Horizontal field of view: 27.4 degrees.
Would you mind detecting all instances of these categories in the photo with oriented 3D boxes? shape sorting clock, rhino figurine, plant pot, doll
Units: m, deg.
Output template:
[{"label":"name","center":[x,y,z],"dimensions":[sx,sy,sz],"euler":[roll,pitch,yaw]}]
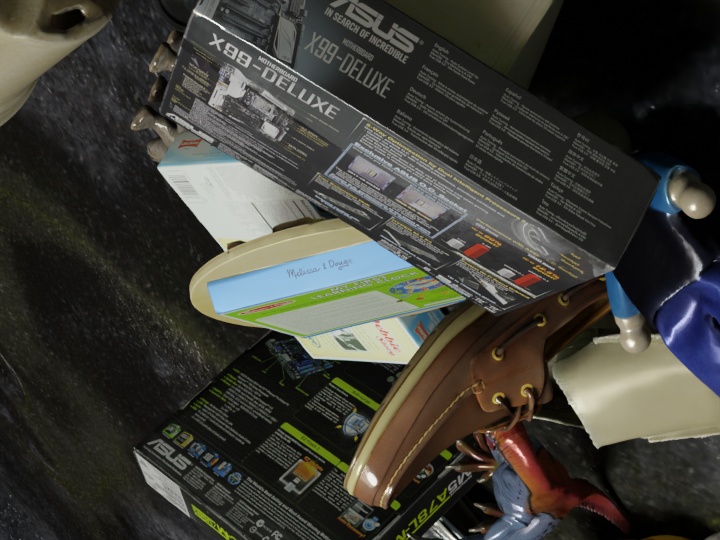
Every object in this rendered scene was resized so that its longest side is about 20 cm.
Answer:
[{"label":"shape sorting clock","center":[0.000,0.000,0.861],"dimensions":[0.200,0.199,0.039],"euler":[142,121,-65]},{"label":"rhino figurine","center":[-0.111,-0.099,1.025],"dimensions":[0.087,0.060,0.200],"euler":[27,156,-5]},{"label":"plant pot","center":[-0.261,-0.200,1.015],"dimensions":[0.183,0.200,0.201],"euler":[-9,119,48]},{"label":"doll","center":[0.154,0.006,0.707],"dimensions":[0.200,0.048,0.137],"euler":[56,159,21]}]

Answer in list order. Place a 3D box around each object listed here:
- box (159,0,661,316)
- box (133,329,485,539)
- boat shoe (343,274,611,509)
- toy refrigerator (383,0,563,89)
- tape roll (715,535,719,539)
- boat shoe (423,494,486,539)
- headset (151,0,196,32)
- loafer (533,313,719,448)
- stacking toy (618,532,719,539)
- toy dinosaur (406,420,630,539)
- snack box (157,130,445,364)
[{"label":"box","center":[0.012,-0.058,0.655],"dimensions":[0.200,0.050,0.158],"euler":[31,166,-6]},{"label":"box","center":[-0.027,0.124,1.047],"dimensions":[0.200,0.193,0.048],"euler":[30,146,35]},{"label":"boat shoe","center":[0.071,0.050,0.776],"dimensions":[0.068,0.200,0.072],"euler":[39,162,12]},{"label":"toy refrigerator","center":[0.039,-0.098,0.702],"dimensions":[0.076,0.070,0.200],"euler":[32,169,5]},{"label":"tape roll","center":[0.256,0.184,0.697],"dimensions":[0.202,0.139,0.203],"euler":[34,144,30]},{"label":"boat shoe","center":[0.037,0.156,1.146],"dimensions":[0.060,0.076,0.200],"euler":[-46,72,27]},{"label":"headset","center":[-0.105,-0.191,0.813],"dimensions":[0.200,0.094,0.124],"euler":[92,164,-72]},{"label":"loafer","center":[0.150,0.064,0.818],"dimensions":[0.076,0.068,0.200],"euler":[56,155,-16]},{"label":"stacking toy","center":[0.191,0.213,0.937],"dimensions":[0.146,0.146,0.200],"euler":[47,136,5]},{"label":"toy dinosaur","center":[0.102,0.115,0.889],"dimensions":[0.181,0.199,0.105],"euler":[139,125,-69]},{"label":"snack box","center":[-0.034,-0.013,0.982],"dimensions":[0.116,0.037,0.200],"euler":[1,139,42]}]
